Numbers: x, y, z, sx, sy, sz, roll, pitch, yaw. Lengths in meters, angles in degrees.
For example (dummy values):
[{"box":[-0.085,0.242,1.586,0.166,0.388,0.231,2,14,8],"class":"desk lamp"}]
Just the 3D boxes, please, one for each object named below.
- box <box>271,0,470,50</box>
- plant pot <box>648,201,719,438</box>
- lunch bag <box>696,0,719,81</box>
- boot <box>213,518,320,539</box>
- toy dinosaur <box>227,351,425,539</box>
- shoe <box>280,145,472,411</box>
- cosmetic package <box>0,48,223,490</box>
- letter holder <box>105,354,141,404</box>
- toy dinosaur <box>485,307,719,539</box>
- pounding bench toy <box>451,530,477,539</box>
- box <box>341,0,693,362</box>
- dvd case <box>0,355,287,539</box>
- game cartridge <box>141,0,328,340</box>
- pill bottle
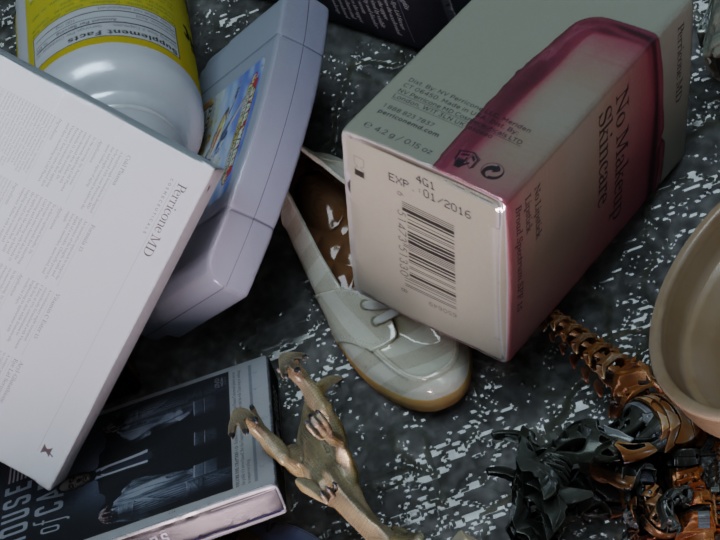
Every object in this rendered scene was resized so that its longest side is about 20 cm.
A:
[{"box":[0.009,-0.240,1.423,0.199,0.104,0.149,19,68,25],"class":"box"},{"box":[0.259,0.023,1.188,0.200,0.093,0.201,-32,31,22],"class":"plant pot"},{"box":[0.299,-0.188,1.302,0.199,0.118,0.165,3,63,25],"class":"lunch bag"},{"box":[-0.076,0.180,1.253,0.097,0.075,0.199,-30,41,-32],"class":"boot"},{"box":[-0.024,0.097,1.217,0.058,0.101,0.200,-37,33,2],"class":"toy dinosaur"},{"box":[0.000,0.000,1.322,0.070,0.053,0.200,-32,58,-3],"class":"shoe"},{"box":[-0.187,-0.003,1.243,0.150,0.052,0.201,28,93,4],"class":"cosmetic package"},{"box":[-0.255,0.035,1.353,0.199,0.101,0.143,-25,56,2],"class":"letter holder"},{"box":[0.145,0.110,1.213,0.135,0.103,0.200,-20,38,-12],"class":"toy dinosaur"},{"box":[0.055,0.212,1.103,0.124,0.156,0.201,25,66,-11],"class":"pounding bench toy"},{"box":[0.091,-0.070,1.258,0.109,0.128,0.200,25,53,26],"class":"box"},{"box":[-0.139,0.122,1.269,0.199,0.025,0.151,-19,26,4],"class":"dvd case"},{"box":[-0.076,-0.065,1.346,0.041,0.133,0.201,23,63,-17],"class":"game cartridge"},{"box":[-0.153,-0.110,1.365,0.111,0.112,0.201,-19,40,6],"class":"pill bottle"}]
